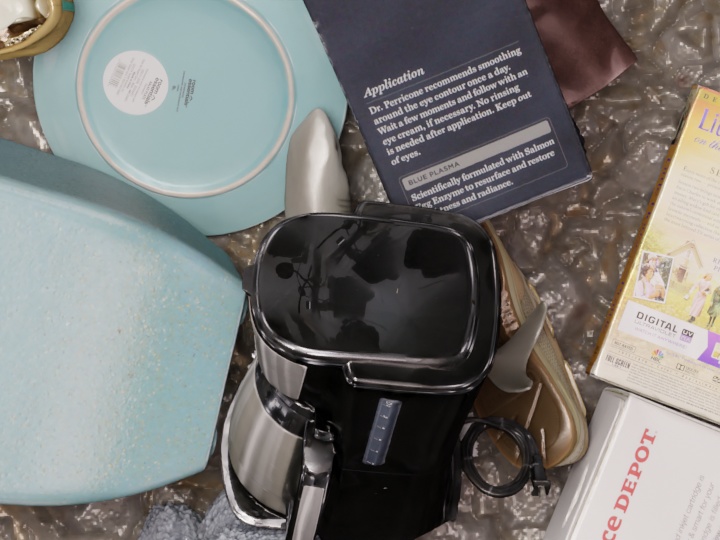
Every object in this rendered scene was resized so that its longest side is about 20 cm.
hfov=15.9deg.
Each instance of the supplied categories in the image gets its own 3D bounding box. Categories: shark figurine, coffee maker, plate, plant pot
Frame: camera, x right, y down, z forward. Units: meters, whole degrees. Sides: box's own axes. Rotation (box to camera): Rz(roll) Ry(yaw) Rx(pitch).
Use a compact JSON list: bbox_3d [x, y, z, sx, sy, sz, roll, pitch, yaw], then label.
[{"bbox_3d":[0.006,0.021,1.577,0.214,0.089,0.128,44,122,6],"label":"shark figurine"},{"bbox_3d":[0.022,0.056,1.451,0.191,0.200,0.135,-14,62,-18],"label":"coffee maker"},{"bbox_3d":[-0.107,-0.113,1.594,0.199,0.026,0.201,2,110,4],"label":"plate"},{"bbox_3d":[-0.177,0.035,1.538,0.199,0.196,0.197,12,98,-10],"label":"plant pot"}]

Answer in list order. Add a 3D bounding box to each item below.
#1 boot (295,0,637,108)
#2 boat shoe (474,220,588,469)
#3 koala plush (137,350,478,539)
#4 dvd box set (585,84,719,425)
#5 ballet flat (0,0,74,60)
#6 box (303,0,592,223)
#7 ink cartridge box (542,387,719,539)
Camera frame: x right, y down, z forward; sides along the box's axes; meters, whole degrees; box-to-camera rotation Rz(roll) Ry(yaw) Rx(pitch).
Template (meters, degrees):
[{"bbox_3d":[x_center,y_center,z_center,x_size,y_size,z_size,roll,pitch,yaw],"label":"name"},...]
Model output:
[{"bbox_3d":[0.056,-0.153,1.614,0.200,0.072,0.167,-29,95,-2],"label":"boot"},{"bbox_3d":[0.085,0.034,1.629,0.072,0.065,0.200,-33,76,18],"label":"boat shoe"},{"bbox_3d":[-0.025,0.145,1.581,0.177,0.184,0.200,28,78,-5],"label":"koala plush"},{"bbox_3d":[0.246,-0.001,1.656,0.146,0.029,0.201,20,91,-5],"label":"dvd box set"},{"bbox_3d":[-0.268,-0.146,1.515,0.199,0.063,0.069,-12,95,-5],"label":"ballet flat"},{"bbox_3d":[0.037,-0.150,1.486,0.117,0.197,0.201,-22,111,5],"label":"box"},{"bbox_3d":[0.223,0.177,1.636,0.199,0.083,0.147,23,90,-6],"label":"ink cartridge box"}]
